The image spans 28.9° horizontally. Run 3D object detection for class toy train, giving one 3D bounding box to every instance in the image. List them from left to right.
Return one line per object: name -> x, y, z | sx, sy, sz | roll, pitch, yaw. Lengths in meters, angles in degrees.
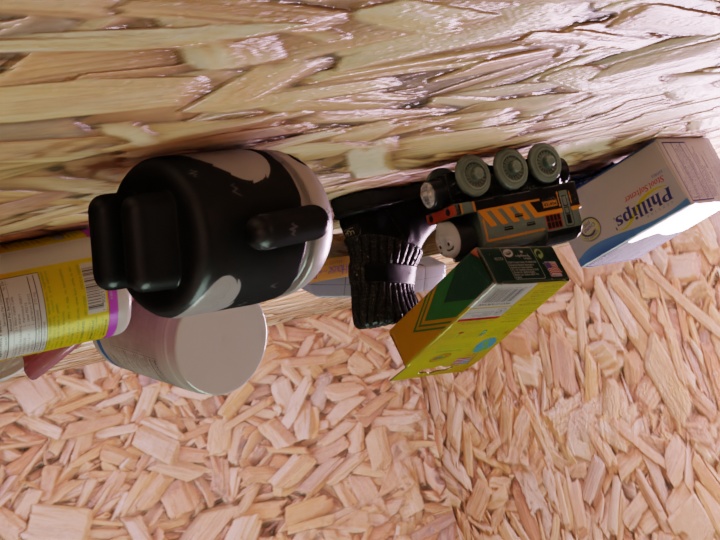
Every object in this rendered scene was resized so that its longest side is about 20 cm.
toy train -> 0.157, -0.072, 1.537 | 0.199, 0.115, 0.085 | -12, 175, -33

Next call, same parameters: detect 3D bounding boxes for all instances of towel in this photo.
towel -> 0.279, -0.121, 2.026 | 0.199, 0.024, 0.145 | -14, 179, 9

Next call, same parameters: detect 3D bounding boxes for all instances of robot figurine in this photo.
robot figurine -> -0.112, -0.033, 1.079 | 0.199, 0.150, 0.125 | -10, 137, -45

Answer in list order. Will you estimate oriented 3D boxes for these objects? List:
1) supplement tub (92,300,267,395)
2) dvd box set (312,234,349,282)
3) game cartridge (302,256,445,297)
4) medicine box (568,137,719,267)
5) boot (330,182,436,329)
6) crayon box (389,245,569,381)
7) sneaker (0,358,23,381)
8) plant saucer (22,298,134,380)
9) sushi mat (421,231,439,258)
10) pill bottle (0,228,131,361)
supplement tub -> -0.215, 0.065, 1.618 | 0.131, 0.133, 0.199 | -11, -167, -39
dvd box set -> -0.082, -0.018, 1.643 | 0.146, 0.030, 0.199 | 15, -165, 35
game cartridge -> 0.000, 0.000, 1.758 | 0.199, 0.042, 0.133 | -4, -160, -31
medicine box -> 0.393, -0.094, 1.915 | 0.182, 0.103, 0.199 | -33, 166, 31
boot -> 0.057, -0.016, 1.633 | 0.210, 0.159, 0.079 | -11, 174, -40
crayon box -> 0.121, 0.048, 1.547 | 0.126, 0.051, 0.200 | -2, 147, -43
sneaker -> -0.569, 0.129, 2.055 | 0.199, 0.081, 0.146 | -18, -175, -4
plant saucer -> -0.284, 0.035, 1.481 | 0.200, 0.051, 0.201 | -38, -176, 3
sushi mat -> 0.133, -0.068, 1.732 | 0.199, 0.096, 0.012 | -13, 141, -11
pill bottle -> -0.318, 0.028, 1.278 | 0.199, 0.105, 0.104 | -12, 175, -27
